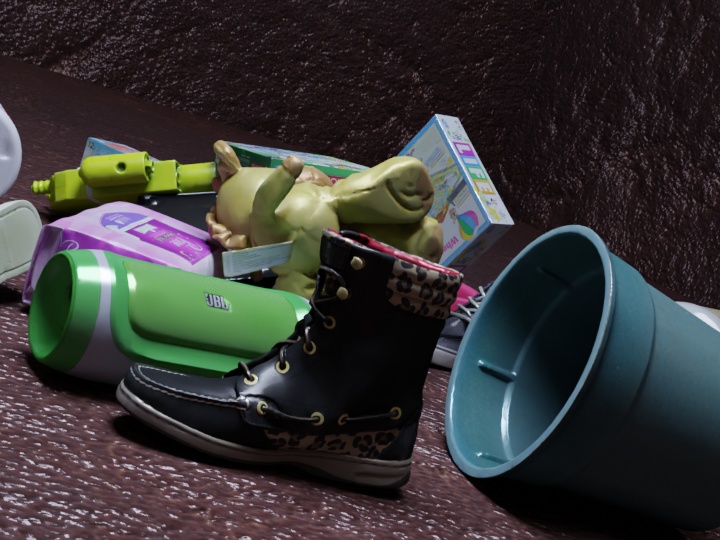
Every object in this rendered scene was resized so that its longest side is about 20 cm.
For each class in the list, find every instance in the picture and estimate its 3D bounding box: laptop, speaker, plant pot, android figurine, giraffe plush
[{"bbox_3d":[-0.134,-0.026,1.174,0.177,0.103,0.200,-5,44,-13],"label":"laptop"},{"bbox_3d":[-0.117,0.042,0.787,0.200,0.089,0.088,14,11,-35],"label":"speaker"},{"bbox_3d":[0.201,0.096,0.879,0.196,0.200,0.200,25,7,-19],"label":"plant pot"},{"bbox_3d":[-0.239,-0.086,1.209,0.200,0.041,0.182,-4,-6,6],"label":"android figurine"},{"bbox_3d":[-0.053,-0.032,0.946,0.200,0.173,0.162,7,14,-33],"label":"giraffe plush"}]

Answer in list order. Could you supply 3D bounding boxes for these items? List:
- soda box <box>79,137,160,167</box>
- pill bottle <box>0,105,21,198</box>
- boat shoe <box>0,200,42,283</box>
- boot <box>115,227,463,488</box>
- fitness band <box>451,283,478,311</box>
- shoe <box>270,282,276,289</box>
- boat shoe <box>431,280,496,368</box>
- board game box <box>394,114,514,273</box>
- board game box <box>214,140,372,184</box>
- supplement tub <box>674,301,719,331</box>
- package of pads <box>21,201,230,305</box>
[{"bbox_3d":[-0.252,-0.098,1.383,0.200,0.068,0.064,25,10,34],"label":"soda box"},{"bbox_3d":[-0.398,-0.131,1.124,0.113,0.114,0.200,16,9,-27],"label":"pill bottle"},{"bbox_3d":[-0.295,-0.013,0.804,0.066,0.075,0.199,-7,12,13],"label":"boat shoe"},{"bbox_3d":[-0.037,0.046,0.720,0.200,0.151,0.073,17,9,-18],"label":"boot"},{"bbox_3d":[0.068,0.020,1.503,0.200,0.037,0.144,15,10,-23],"label":"fitness band"},{"bbox_3d":[0.000,0.000,1.046,0.091,0.200,0.072,28,-27,21],"label":"shoe"},{"bbox_3d":[0.116,0.052,1.223,0.075,0.093,0.200,27,11,38],"label":"boat shoe"},{"bbox_3d":[0.054,-0.042,1.172,0.034,0.200,0.135,2,55,-42],"label":"board game box"},{"bbox_3d":[-0.060,-0.103,1.186,0.134,0.029,0.200,7,8,-22],"label":"board game box"},{"bbox_3d":[0.361,0.110,1.251,0.145,0.146,0.200,28,11,40],"label":"supplement tub"},{"bbox_3d":[-0.180,0.000,0.935,0.120,0.076,0.200,19,9,1],"label":"package of pads"}]
